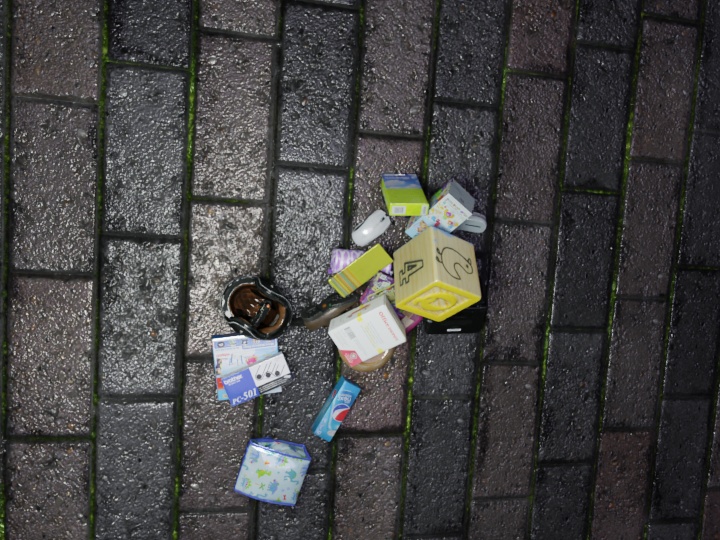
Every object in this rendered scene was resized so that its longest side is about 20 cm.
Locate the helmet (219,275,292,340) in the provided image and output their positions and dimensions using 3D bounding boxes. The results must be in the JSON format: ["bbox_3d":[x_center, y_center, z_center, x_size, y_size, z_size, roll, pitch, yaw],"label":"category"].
[{"bbox_3d":[-0.318,0.110,1.642,0.200,0.191,0.200,-19,120,-37],"label":"helmet"}]

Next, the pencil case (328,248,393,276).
[{"bbox_3d":[0.002,-0.021,1.755,0.200,0.084,0.086,8,126,-11],"label":"pencil case"}]

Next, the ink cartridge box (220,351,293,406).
[{"bbox_3d":[-0.317,0.332,1.678,0.200,0.044,0.094,-22,98,-9],"label":"ink cartridge box"}]

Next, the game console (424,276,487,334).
[{"bbox_3d":[0.315,0.116,1.862,0.200,0.116,0.176,0,125,-11],"label":"game console"}]

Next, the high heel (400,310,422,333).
[{"bbox_3d":[0.131,0.202,1.787,0.200,0.067,0.096,-45,147,9],"label":"high heel"}]

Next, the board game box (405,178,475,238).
[{"bbox_3d":[0.251,-0.174,1.726,0.105,0.103,0.200,39,127,-13],"label":"board game box"}]

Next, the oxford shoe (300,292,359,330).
[{"bbox_3d":[-0.091,0.131,1.762,0.200,0.073,0.084,-24,123,-11],"label":"oxford shoe"}]

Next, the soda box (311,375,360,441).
[{"bbox_3d":[-0.080,0.450,1.784,0.064,0.068,0.200,31,88,-13],"label":"soda box"}]

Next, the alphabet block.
[{"bbox_3d":[0.231,0.015,1.689,0.195,0.196,0.200,18,53,-29],"label":"alphabet block"}]

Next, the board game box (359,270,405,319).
[{"bbox_3d":[0.106,0.085,1.764,0.200,0.032,0.120,25,100,-34],"label":"board game box"}]

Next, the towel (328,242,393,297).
[{"bbox_3d":[0.000,0.000,1.709,0.200,0.018,0.086,-36,120,9],"label":"towel"}]

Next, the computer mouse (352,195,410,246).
[{"bbox_3d":[0.060,-0.154,1.770,0.200,0.044,0.110,-43,103,-5],"label":"computer mouse"}]

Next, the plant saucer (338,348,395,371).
[{"bbox_3d":[0.026,0.241,1.804,0.200,0.035,0.200,-1,95,-12],"label":"plant saucer"}]

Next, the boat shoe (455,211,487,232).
[{"bbox_3d":[0.319,-0.172,1.814,0.200,0.067,0.074,16,127,5],"label":"boat shoe"}]

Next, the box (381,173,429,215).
[{"bbox_3d":[0.135,-0.241,1.716,0.122,0.200,0.048,0,126,-7],"label":"box"}]

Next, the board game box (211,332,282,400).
[{"bbox_3d":[-0.356,0.293,1.718,0.200,0.056,0.196,-5,97,-11],"label":"board game box"}]

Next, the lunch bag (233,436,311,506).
[{"bbox_3d":[-0.282,0.631,1.730,0.200,0.127,0.170,17,92,-23],"label":"lunch bag"}]

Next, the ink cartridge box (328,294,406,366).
[{"bbox_3d":[0.023,0.186,1.696,0.200,0.083,0.145,-27,109,14],"label":"ink cartridge box"}]
